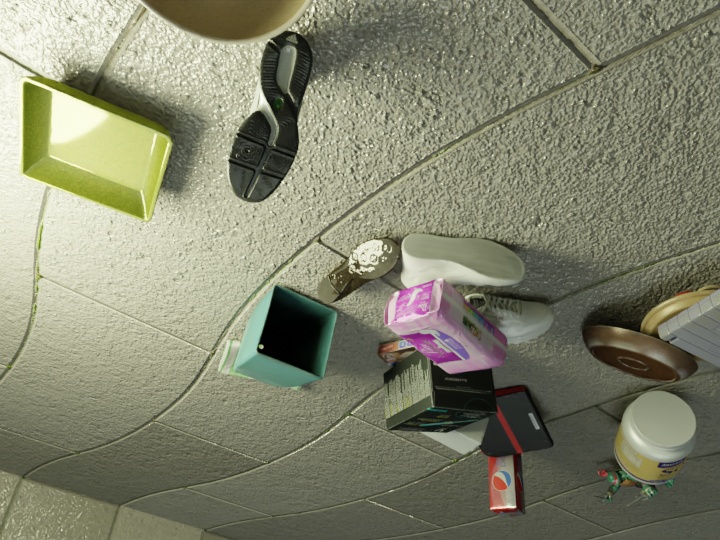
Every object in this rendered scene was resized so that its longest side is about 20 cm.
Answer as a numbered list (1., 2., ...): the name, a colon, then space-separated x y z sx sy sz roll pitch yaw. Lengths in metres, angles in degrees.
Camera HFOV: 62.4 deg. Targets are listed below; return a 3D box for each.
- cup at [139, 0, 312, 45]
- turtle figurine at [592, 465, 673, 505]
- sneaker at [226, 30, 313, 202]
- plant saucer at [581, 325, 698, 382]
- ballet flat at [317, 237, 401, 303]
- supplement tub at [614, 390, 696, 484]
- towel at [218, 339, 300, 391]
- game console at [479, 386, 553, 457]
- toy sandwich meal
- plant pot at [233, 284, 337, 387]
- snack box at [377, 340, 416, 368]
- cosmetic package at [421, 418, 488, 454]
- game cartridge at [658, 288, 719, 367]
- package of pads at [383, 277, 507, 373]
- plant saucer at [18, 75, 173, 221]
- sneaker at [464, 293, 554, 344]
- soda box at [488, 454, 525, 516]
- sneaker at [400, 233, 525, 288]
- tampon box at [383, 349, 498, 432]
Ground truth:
1. cup: -0.120 -0.335 0.536 0.199 0.144 0.201 4 143 3
2. turtle figurine: 0.720 0.565 1.580 0.199 0.101 0.150 4 160 -21
3. sneaker: -0.102 -0.185 0.727 0.075 0.115 0.202 19 108 -8
4. plant saucer: 0.498 0.157 1.078 0.199 0.032 0.200 23 165 7
5. ballet flat: 0.000 0.000 1.027 0.200 0.068 0.046 -37 169 38
6. supplement tub: 0.641 0.364 1.296 0.144 0.146 0.201 -2 142 12
7. towel: -0.217 0.217 1.356 0.199 0.024 0.153 17 141 -11
8. game console: 0.338 0.358 1.399 0.176 0.031 0.201 -19 117 24
9. toy sandwich meal: 0.579 0.085 1.021 0.203 0.071 0.206 7 138 6
10. plant pot: -0.163 0.148 1.173 0.141 0.142 0.200 25 146 -21
11. snack box: 0.137 0.160 1.221 0.199 0.024 0.072 -17 139 27
12. cosmetic package: 0.177 0.333 1.353 0.199 0.074 0.102 27 147 -1
13. game cartridge: 0.606 0.105 0.960 0.199 0.039 0.130 25 133 -14
14. package of pads: 0.145 0.100 1.002 0.120 0.076 0.200 -20 134 40
15. plant saucer: -0.379 -0.178 0.859 0.199 0.048 0.200 21 141 -16
16. sneaker: 0.243 0.079 1.066 0.198 0.077 0.081 -6 131 15
17. soda box: 0.358 0.494 1.466 0.070 0.201 0.063 -18 137 29
18. sneaker: 0.164 0.004 0.988 0.198 0.074 0.116 13 145 8
19. tampon box: 0.156 0.245 1.207 0.149 0.127 0.200 9 151 -22
